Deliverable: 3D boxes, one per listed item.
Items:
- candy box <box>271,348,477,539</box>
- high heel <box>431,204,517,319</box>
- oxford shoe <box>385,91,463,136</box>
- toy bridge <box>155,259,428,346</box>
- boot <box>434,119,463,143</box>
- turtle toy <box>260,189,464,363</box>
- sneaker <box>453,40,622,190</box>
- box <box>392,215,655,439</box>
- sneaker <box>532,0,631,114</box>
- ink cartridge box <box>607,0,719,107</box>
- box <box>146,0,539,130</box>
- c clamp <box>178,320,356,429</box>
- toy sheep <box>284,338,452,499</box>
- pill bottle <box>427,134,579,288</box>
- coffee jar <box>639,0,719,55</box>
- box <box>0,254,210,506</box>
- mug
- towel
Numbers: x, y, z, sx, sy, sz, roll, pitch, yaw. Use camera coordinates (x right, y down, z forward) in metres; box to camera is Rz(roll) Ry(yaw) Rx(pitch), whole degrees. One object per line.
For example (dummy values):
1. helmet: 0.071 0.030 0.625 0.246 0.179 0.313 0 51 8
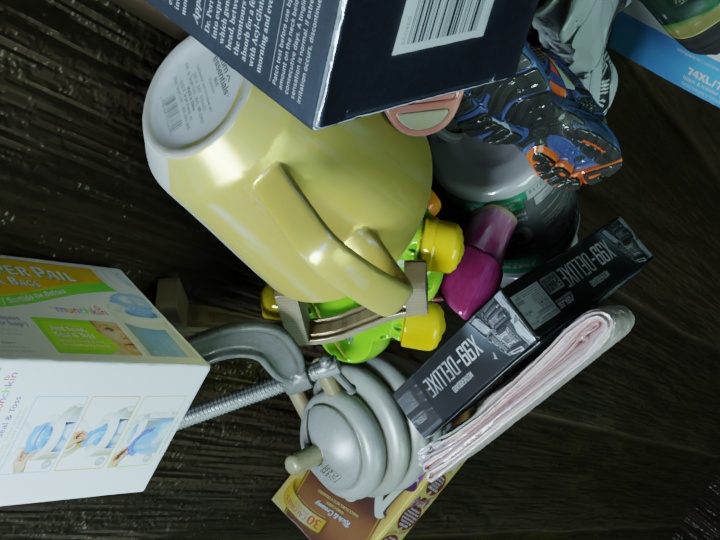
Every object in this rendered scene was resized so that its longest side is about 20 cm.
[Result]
1. candy box: 0.021 0.187 1.070 0.201 0.116 0.056 -51 150 -3
2. high heel: 0.064 0.017 0.921 0.097 0.067 0.200 -62 -164 -23
3. oxford shoe: 0.031 -0.186 0.675 0.070 0.074 0.204 -4 103 -3
4. toy bridge: -0.049 0.028 0.786 0.196 0.028 0.068 -5 143 5
5. boot: 0.067 -0.196 0.787 0.175 0.069 0.200 -56 150 3
6. turtle toy: 0.000 0.000 0.849 0.102 0.143 0.202 -78 178 -51
7. sneaker: 0.115 -0.131 0.798 0.075 0.079 0.199 -28 140 27
8. box: 0.136 0.045 0.911 0.199 0.050 0.158 -27 163 -46
9. sneaker: 0.166 -0.191 0.923 0.114 0.075 0.203 -18 130 -43
10. ink cartridge box: 0.333 -0.282 0.978 0.146 0.146 0.202 -33 144 -28
11. box: -0.024 -0.176 0.553 0.147 0.200 0.108 -20 139 -40
12. c clamp: -0.108 0.092 0.809 0.197 0.027 0.171 -17 151 1
13. toy sheep: 0.007 0.133 0.970 0.198 0.138 0.139 -21 138 -38
14. pill bottle: 0.132 -0.065 0.963 0.113 0.113 0.200 -47 148 -8
15. coffee jar: 0.227 -0.255 0.831 0.199 0.105 0.085 34 130 -31
16. box: -0.205 0.062 0.638 0.199 0.112 0.102 8 117 -55
17. mug: -0.041 -0.072 0.673 0.153 0.185 0.151 34 75 -51
18. towel: 0.142 0.093 0.909 0.190 0.032 0.200 -41 168 14
